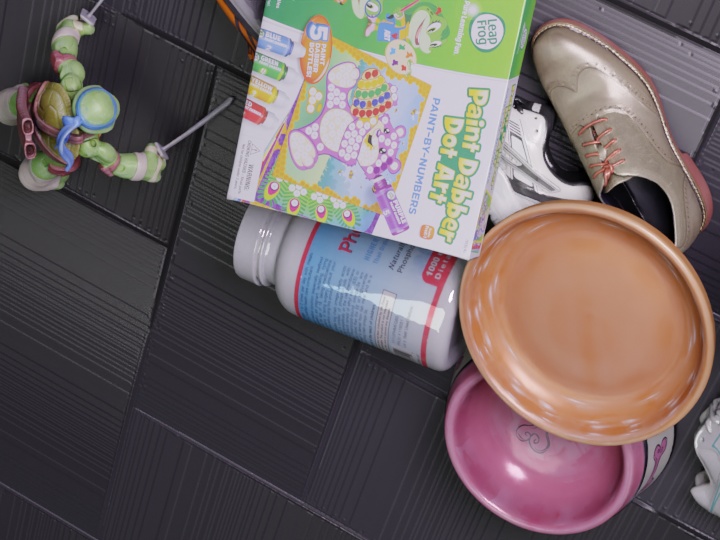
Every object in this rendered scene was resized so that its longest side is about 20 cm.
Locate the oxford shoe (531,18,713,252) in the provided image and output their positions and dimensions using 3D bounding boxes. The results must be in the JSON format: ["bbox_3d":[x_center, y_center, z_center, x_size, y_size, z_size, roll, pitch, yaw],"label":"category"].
[{"bbox_3d":[0.191,-0.097,1.126,0.070,0.075,0.200,-35,97,37],"label":"oxford shoe"}]

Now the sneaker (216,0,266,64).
[{"bbox_3d":[-0.067,-0.147,1.232,0.200,0.078,0.112,48,126,-4],"label":"sneaker"}]

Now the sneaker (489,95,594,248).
[{"bbox_3d":[0.105,-0.115,1.175,0.087,0.076,0.200,-35,99,19],"label":"sneaker"}]

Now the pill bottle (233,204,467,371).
[{"bbox_3d":[0.000,0.000,1.259,0.198,0.109,0.110,20,124,16],"label":"pill bottle"}]

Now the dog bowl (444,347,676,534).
[{"bbox_3d":[0.158,0.132,1.271,0.198,0.074,0.202,13,121,22],"label":"dog bowl"}]

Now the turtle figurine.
[{"bbox_3d":[-0.225,-0.143,1.321,0.144,0.201,0.193,40,152,-26],"label":"turtle figurine"}]

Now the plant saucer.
[{"bbox_3d":[0.171,0.036,1.145,0.198,0.037,0.202,13,121,22],"label":"plant saucer"}]

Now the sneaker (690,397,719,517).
[{"bbox_3d":[0.302,0.122,1.193,0.080,0.070,0.202,16,123,22],"label":"sneaker"}]

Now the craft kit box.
[{"bbox_3d":[0.014,-0.128,1.129,0.196,0.048,0.202,13,98,12],"label":"craft kit box"}]
